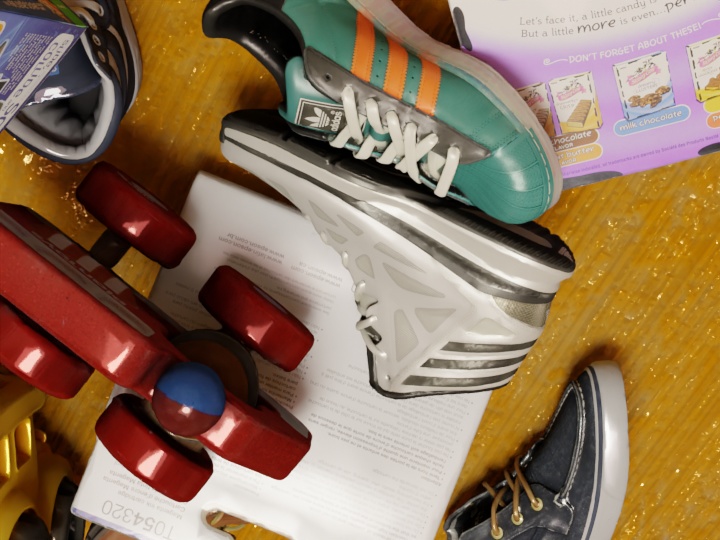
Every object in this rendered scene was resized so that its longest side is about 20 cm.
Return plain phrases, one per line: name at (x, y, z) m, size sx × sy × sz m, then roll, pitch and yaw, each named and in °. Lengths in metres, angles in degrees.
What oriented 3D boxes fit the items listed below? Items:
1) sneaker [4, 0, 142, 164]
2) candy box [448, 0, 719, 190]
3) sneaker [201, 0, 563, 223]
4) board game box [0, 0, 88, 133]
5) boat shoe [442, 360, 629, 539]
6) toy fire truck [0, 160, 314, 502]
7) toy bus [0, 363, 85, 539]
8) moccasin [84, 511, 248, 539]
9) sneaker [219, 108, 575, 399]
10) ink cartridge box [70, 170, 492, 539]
sneaker at (-0.162, -0.148, 0.755) m, size 0.070 × 0.109 × 0.201 m, roll -15°, pitch 117°, yaw 9°
candy box at (0.125, -0.152, 0.768) m, size 0.166 × 0.072 × 0.201 m, roll -13°, pitch 118°, yaw 9°
sneaker at (0.006, -0.082, 0.759) m, size 0.200 × 0.080 × 0.072 m, roll 41°, pitch 149°, yaw 14°
board game box at (-0.213, -0.045, 0.670) m, size 0.034 × 0.135 × 0.200 m, roll 42°, pitch 99°, yaw 3°
boat shoe at (0.102, 0.142, 0.929) m, size 0.090 × 0.071 × 0.202 m, roll 4°, pitch 121°, yaw -6°
toy fire truck at (-0.110, 0.035, 0.750) m, size 0.200 × 0.168 × 0.112 m, roll 40°, pitch 92°, yaw -1°
toy bus at (-0.231, 0.093, 0.859) m, size 0.134 × 0.200 × 0.194 m, roll 5°, pitch 100°, yaw 4°
moccasin at (-0.080, 0.126, 0.930) m, size 0.201 × 0.074 × 0.078 m, roll -34°, pitch 105°, yaw 8°
sneaker at (0.000, 0.000, 0.798) m, size 0.199 × 0.076 × 0.116 m, roll 27°, pitch 109°, yaw 13°
ink cartridge box at (-0.035, 0.073, 0.857) m, size 0.195 × 0.043 × 0.201 m, roll 22°, pitch 93°, yaw -2°
